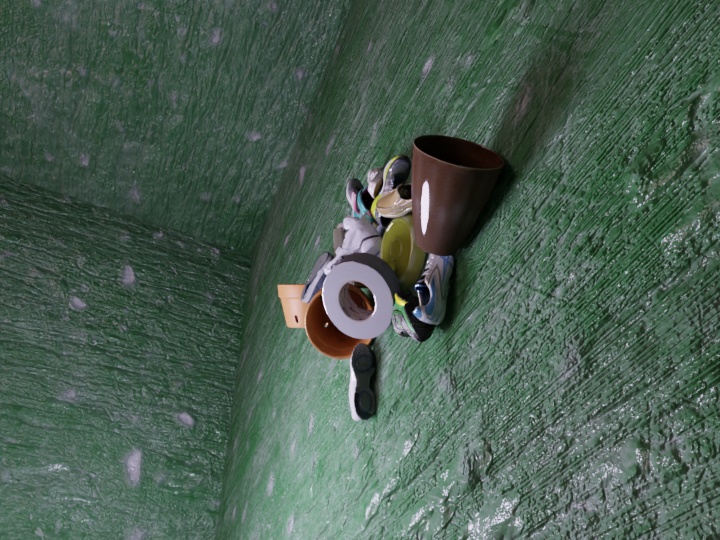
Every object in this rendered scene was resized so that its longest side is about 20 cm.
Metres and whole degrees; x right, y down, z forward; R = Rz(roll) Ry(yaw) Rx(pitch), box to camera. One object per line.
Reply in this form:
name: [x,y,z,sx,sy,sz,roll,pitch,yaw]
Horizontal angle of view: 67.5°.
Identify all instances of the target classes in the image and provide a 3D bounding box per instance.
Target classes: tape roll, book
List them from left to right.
book: [-0.051,-0.020,1.703,0.204,0.046,0.137,-99,-6,-49]
tape roll: [0.003,0.064,1.341,0.204,0.197,0.066,-61,-10,31]

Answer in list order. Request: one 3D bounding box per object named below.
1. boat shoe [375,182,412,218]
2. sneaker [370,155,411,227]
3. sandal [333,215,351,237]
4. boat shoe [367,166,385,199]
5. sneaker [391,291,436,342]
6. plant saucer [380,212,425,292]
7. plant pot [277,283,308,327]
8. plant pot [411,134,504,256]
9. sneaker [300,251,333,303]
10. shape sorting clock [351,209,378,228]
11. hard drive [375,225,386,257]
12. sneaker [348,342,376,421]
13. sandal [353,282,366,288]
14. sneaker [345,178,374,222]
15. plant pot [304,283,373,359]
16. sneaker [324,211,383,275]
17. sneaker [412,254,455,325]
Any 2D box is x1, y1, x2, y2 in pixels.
boat shoe: [0.107,-0.183,1.308,0.195,0.075,0.075,-12,63,39]
sneaker: [0.089,-0.203,1.419,0.082,0.071,0.205,-112,34,-51]
sandal: [-0.064,-0.106,1.870,0.079,0.057,0.214,137,144,-55]
boat shoe: [0.048,-0.256,1.530,0.072,0.068,0.200,-62,-7,23]
sneaker: [0.116,0.117,1.195,0.200,0.075,0.089,-117,39,-75]
plant saucer: [0.099,-0.051,1.356,0.198,0.030,0.209,-22,65,60]
plant pot: [-0.187,0.119,1.861,0.199,0.192,0.147,175,94,-69]
plant pot: [0.176,-0.142,1.090,0.189,0.179,0.207,-109,25,-58]
sneaker: [-0.090,0.040,1.706,0.078,0.142,0.205,-89,24,-51]
shape sorting clock: [0.011,-0.149,1.719,0.200,0.038,0.207,-43,39,48]
hard drive: [0.089,-0.110,1.481,0.143,0.032,0.202,-93,26,-42]
sneaker: [-0.005,0.288,1.393,0.088,0.072,0.207,126,153,-55]
sandal: [0.000,0.000,1.590,0.202,0.077,0.056,-104,26,-59]
sneaker: [0.010,-0.224,1.618,0.121,0.081,0.206,-52,40,47]
plant pot: [-0.051,0.122,1.499,0.140,0.193,0.207,-81,13,-75]
sneaker: [-0.030,-0.073,1.500,0.196,0.074,0.118,-31,67,21]
sneaker: [0.153,0.014,1.139,0.072,0.070,0.206,-45,27,54]
